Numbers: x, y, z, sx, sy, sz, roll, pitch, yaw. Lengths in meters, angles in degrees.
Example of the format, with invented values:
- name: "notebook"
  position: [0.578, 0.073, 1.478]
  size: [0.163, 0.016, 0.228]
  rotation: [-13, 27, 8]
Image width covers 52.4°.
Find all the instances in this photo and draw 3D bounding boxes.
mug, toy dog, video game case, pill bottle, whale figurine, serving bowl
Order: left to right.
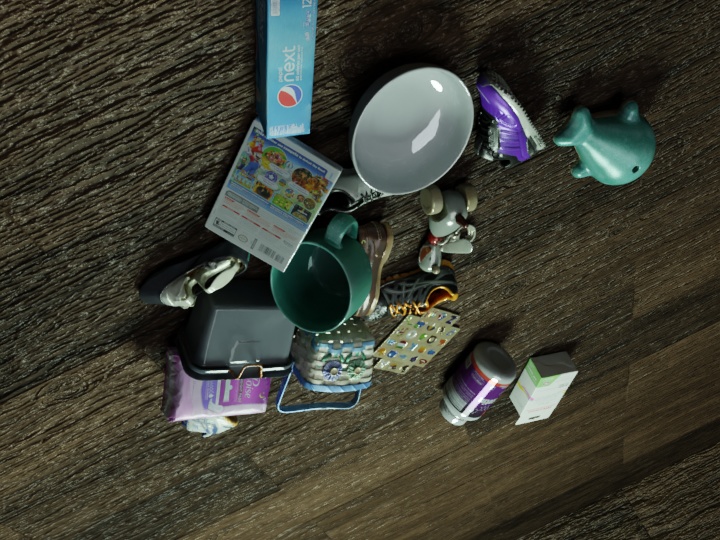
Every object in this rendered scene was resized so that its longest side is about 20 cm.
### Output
- name: "video game case"
  position: [-0.131, -0.107, 1.075]
  size: [0.142, 0.018, 0.201]
  rotation: [30, 123, -7]
- name: "mug"
  position: [-0.045, 0.003, 1.187]
  size: [0.183, 0.154, 0.114]
  rotation: [-28, -176, 32]
- name: "serving bowl"
  position: [0.066, -0.214, 1.072]
  size: [0.196, 0.066, 0.203]
  rotation: [-16, 132, -18]
- name: "toy dog"
  position: [0.153, -0.062, 1.273]
  size: [0.130, 0.097, 0.201]
  rotation: [-22, 141, -3]
- name: "pill bottle"
  position: [0.264, 0.266, 1.687]
  size: [0.111, 0.114, 0.201]
  rotation: [6, 132, -33]
- name: "whale figurine"
  position: [0.420, -0.212, 1.243]
  size: [0.197, 0.105, 0.160]
  rotation: [11, 129, -37]

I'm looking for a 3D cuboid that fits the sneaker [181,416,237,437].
- name: "sneaker"
  position: [-0.317, 0.274, 1.412]
  size: [0.087, 0.076, 0.201]
  rotation: [-28, 141, 5]

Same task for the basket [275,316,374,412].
- name: "basket"
  position: [-0.065, 0.187, 1.399]
  size: [0.173, 0.140, 0.203]
  rotation: [-1, 126, -27]

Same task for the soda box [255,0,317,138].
- name: "soda box"
  position: [-0.097, -0.271, 0.927]
  size: [0.063, 0.068, 0.202]
  rotation: [-9, 139, -17]

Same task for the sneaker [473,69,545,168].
- name: "sneaker"
  position: [0.215, -0.223, 1.149]
  size: [0.099, 0.070, 0.200]
  rotation: [-35, 140, 16]

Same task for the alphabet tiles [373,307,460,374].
- name: "alphabet tiles"
  position: [0.120, 0.152, 1.567]
  size: [0.165, 0.006, 0.201]
  rotation: [16, 125, -40]

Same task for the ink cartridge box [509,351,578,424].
- name: "ink cartridge box"
  position: [0.458, 0.302, 1.867]
  size: [0.115, 0.068, 0.202]
  rotation: [-7, 136, -23]

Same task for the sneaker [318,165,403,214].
- name: "sneaker"
  position: [0.000, -0.124, 1.137]
  size: [0.196, 0.081, 0.075]
  rotation: [-10, 138, -20]

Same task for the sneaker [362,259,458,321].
- name: "sneaker"
  position: [0.094, 0.050, 1.383]
  size: [0.197, 0.078, 0.079]
  rotation: [-26, 143, 2]

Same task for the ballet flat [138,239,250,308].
- name: "ballet flat"
  position: [-0.261, 0.015, 1.158]
  size: [0.197, 0.074, 0.073]
  rotation: [-27, 141, 2]

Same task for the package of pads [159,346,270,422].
- name: "package of pads"
  position: [-0.257, 0.200, 1.316]
  size: [0.197, 0.075, 0.123]
  rotation: [3, 100, -38]

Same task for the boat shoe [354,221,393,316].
- name: "boat shoe"
  position: [0.000, 0.000, 1.283]
  size: [0.069, 0.071, 0.203]
  rotation: [-10, 131, -28]

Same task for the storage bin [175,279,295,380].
- name: "storage bin"
  position: [-0.198, 0.098, 1.241]
  size: [0.196, 0.146, 0.136]
  rotation: [1, 125, -29]
